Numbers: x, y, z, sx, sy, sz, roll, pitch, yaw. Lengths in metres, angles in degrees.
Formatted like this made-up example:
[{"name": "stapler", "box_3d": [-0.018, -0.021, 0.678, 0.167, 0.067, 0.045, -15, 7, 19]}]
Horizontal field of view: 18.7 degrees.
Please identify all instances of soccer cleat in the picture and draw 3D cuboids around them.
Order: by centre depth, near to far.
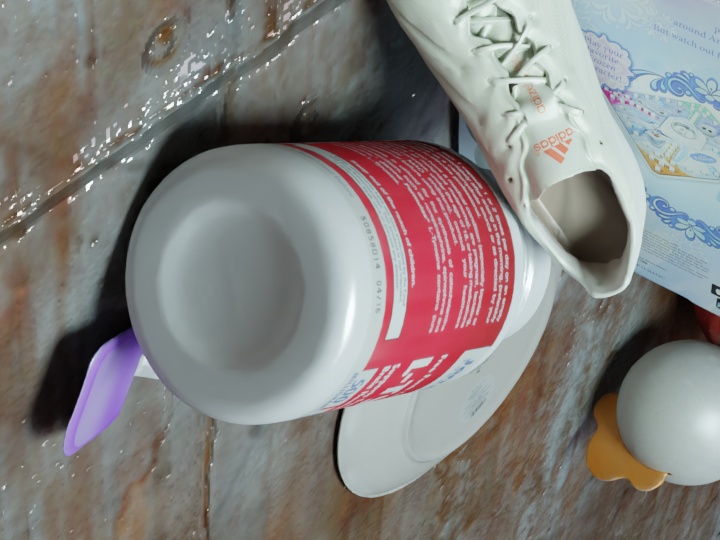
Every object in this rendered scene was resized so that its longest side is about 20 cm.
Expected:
[{"name": "soccer cleat", "box_3d": [0.071, -0.075, 0.934, 0.069, 0.078, 0.200, -25, 122, 16]}]

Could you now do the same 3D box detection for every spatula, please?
[{"name": "spatula", "box_3d": [-0.070, 0.041, 0.967, 0.200, 0.021, 0.057, -12, 128, -58]}]

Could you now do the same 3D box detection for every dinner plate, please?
[{"name": "dinner plate", "box_3d": [0.059, 0.044, 1.205, 0.200, 0.024, 0.200, -42, 152, -28]}]

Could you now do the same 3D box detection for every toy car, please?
[{"name": "toy car", "box_3d": [0.231, 0.068, 1.444, 0.200, 0.177, 0.184, -26, 138, 1]}]

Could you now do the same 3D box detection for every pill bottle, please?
[{"name": "pill bottle", "box_3d": [0.000, 0.000, 0.937, 0.200, 0.112, 0.112, -7, 126, -58]}]

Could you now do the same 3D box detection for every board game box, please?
[{"name": "board game box", "box_3d": [0.137, -0.074, 0.993, 0.043, 0.200, 0.199, -50, 156, -29]}]
